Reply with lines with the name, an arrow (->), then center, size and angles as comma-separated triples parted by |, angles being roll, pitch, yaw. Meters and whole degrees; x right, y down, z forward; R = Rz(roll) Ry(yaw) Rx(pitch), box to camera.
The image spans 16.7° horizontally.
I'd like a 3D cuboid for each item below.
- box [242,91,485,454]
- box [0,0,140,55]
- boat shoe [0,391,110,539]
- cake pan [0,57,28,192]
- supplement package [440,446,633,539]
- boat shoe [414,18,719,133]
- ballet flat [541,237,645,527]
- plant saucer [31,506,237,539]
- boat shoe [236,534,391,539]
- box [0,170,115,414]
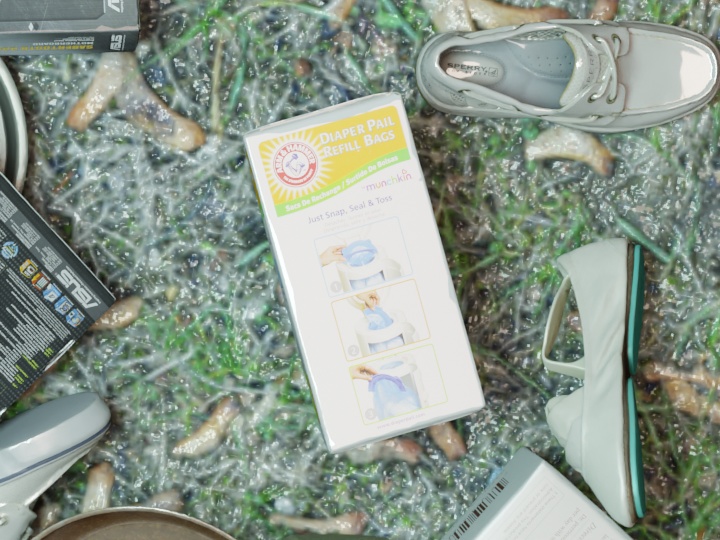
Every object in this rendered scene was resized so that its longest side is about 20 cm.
box -> 0.000, 0.000, 1.517 | 0.101, 0.112, 0.201 | -15, 91, -2
box -> -0.219, -0.235, 1.511 | 0.157, 0.048, 0.202 | -3, 80, -8
boat shoe -> -0.236, 0.148, 1.527 | 0.199, 0.071, 0.070 | -31, 105, -3
cake pan -> -0.307, -0.077, 1.532 | 0.199, 0.037, 0.202 | 0, 90, -4
supplement package -> 0.142, 0.221, 1.526 | 0.200, 0.117, 0.117 | 43, 88, -2
boat shoe -> 0.136, -0.124, 1.548 | 0.198, 0.069, 0.071 | -3, 89, -5
ballet flat -> 0.146, 0.070, 1.527 | 0.069, 0.070, 0.201 | 6, 58, -4
plant saucer -> -0.127, 0.225, 1.494 | 0.199, 0.037, 0.202 | 3, 114, 6
boat shoe -> -0.077, 0.199, 1.538 | 0.198, 0.071, 0.063 | 1, 93, -8
box -> -0.270, 0.002, 1.481 | 0.160, 0.044, 0.200 | -45, 118, -7
